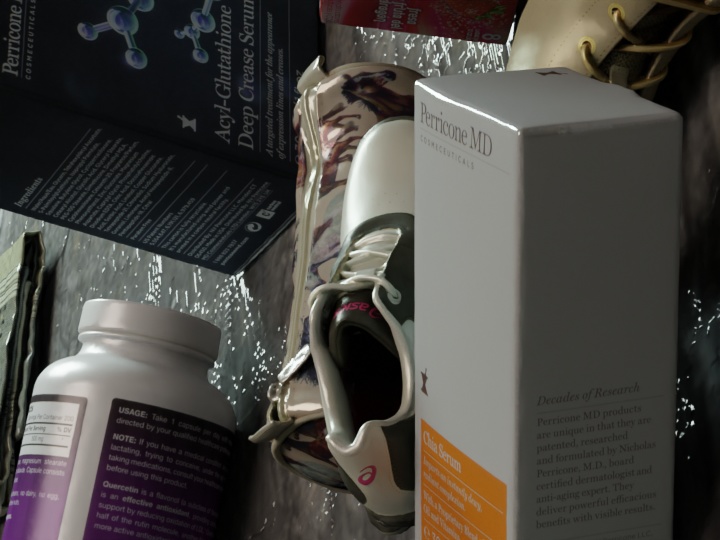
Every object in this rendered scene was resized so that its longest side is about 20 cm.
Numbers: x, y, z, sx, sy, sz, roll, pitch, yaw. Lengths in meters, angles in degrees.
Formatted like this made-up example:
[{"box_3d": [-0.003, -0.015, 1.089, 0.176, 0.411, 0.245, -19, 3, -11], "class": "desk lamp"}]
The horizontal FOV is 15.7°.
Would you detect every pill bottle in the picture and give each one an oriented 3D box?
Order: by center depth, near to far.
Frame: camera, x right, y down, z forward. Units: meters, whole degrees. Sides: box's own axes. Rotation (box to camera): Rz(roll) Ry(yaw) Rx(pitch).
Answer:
[{"box_3d": [-0.130, 0.122, 1.392, 0.112, 0.112, 0.201, -11, 65, 62], "class": "pill bottle"}]

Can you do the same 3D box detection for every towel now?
[{"box_3d": [-0.262, 0.093, 1.785, 0.200, 0.034, 0.193, -39, 39, 54], "class": "towel"}]

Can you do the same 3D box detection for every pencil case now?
[{"box_3d": [0.000, 0.000, 1.223, 0.078, 0.089, 0.201, -24, 53, 42], "class": "pencil case"}]

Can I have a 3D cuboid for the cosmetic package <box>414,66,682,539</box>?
[{"box_3d": [0.070, 0.030, 1.008, 0.101, 0.071, 0.201, -147, 54, -64], "class": "cosmetic package"}]

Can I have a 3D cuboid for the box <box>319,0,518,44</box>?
[{"box_3d": [0.036, -0.190, 1.172, 0.200, 0.095, 0.100, 99, 177, -70], "class": "box"}]

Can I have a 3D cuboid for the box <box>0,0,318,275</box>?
[{"box_3d": [-0.131, -0.106, 1.423, 0.107, 0.199, 0.149, -44, 39, 47], "class": "box"}]

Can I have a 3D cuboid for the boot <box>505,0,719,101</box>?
[{"box_3d": [0.110, -0.088, 1.066, 0.156, 0.073, 0.200, -70, 23, 6], "class": "boot"}]

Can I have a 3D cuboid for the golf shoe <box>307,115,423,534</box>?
[{"box_3d": [0.018, 0.011, 1.116, 0.077, 0.088, 0.201, -17, 58, 22], "class": "golf shoe"}]
